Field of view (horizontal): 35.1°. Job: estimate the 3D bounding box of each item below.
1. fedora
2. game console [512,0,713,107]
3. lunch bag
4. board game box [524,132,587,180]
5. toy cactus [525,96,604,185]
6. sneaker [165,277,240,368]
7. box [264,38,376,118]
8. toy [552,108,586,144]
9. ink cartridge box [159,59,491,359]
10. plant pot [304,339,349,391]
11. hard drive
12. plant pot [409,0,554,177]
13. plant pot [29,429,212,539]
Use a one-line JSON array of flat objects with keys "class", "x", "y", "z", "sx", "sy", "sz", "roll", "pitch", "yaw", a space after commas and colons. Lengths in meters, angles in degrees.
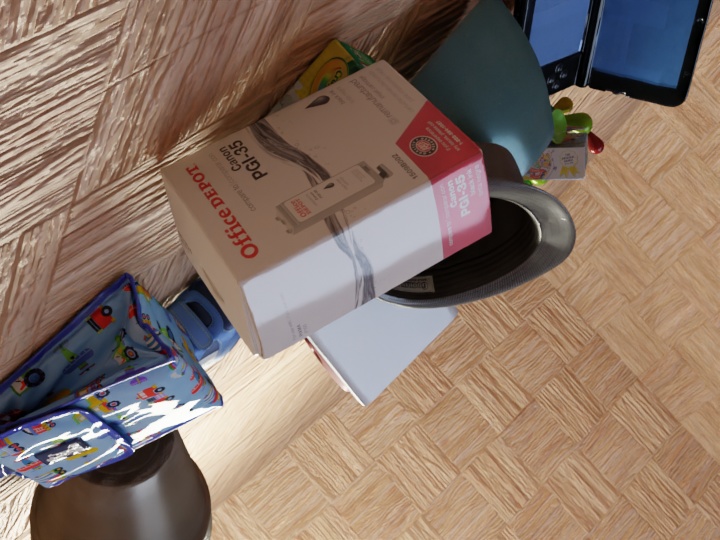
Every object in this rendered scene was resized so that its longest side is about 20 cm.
[{"class": "fedora", "x": 0.078, "y": -0.049, "z": 0.973, "sx": 0.198, "sy": 0.092, "sz": 0.177, "roll": -24, "pitch": 143, "yaw": 23}, {"class": "game console", "x": 0.244, "y": -0.246, "z": 1.115, "sx": 0.171, "sy": 0.118, "sz": 0.203, "roll": -25, "pitch": 137, "yaw": -31}, {"class": "lunch bag", "x": -0.239, "y": 0.113, "z": 0.980, "sx": 0.198, "sy": 0.095, "sz": 0.151, "roll": -33, "pitch": 157, "yaw": -2}, {"class": "board game box", "x": 0.150, "y": -0.126, "z": 1.256, "sx": 0.134, "sy": 0.196, "sz": 0.035, "roll": -49, "pitch": 137, "yaw": -72}, {"class": "toy cactus", "x": 0.176, "y": -0.172, "z": 1.350, "sx": 0.197, "sy": 0.166, "sz": 0.103, "roll": -11, "pitch": -147, "yaw": 31}, {"class": "sneaker", "x": -0.182, "y": 0.073, "z": 1.102, "sx": 0.200, "sy": 0.074, "sz": 0.082, "roll": -46, "pitch": 169, "yaw": 2}, {"class": "box", "x": -0.059, "y": -0.098, "z": 0.952, "sx": 0.200, "sy": 0.048, "sz": 0.117, "roll": -45, "pitch": 171, "yaw": 14}, {"class": "toy", "x": 0.133, "y": -0.165, "z": 1.240, "sx": 0.114, "sy": 0.198, "sz": 0.048, "roll": -18, "pitch": 111, "yaw": -47}, {"class": "ink cartridge box", "x": -0.026, "y": -0.049, "z": 0.826, "sx": 0.198, "sy": 0.147, "sz": 0.084, "roll": -28, "pitch": 138, "yaw": -15}, {"class": "plant pot", "x": 0.000, "y": 0.000, "z": 1.223, "sx": 0.200, "sy": 0.183, "sz": 0.201, "roll": -43, "pitch": 172, "yaw": -8}, {"class": "hard drive", "x": -0.003, "y": 0.015, "z": 1.052, "sx": 0.132, "sy": 0.201, "sz": 0.025, "roll": -43, "pitch": -145, "yaw": -10}, {"class": "plant pot", "x": 0.103, "y": -0.139, "z": 1.067, "sx": 0.201, "sy": 0.134, "sz": 0.200, "roll": -48, "pitch": -176, "yaw": 5}, {"class": "plant pot", "x": -0.250, "y": 0.223, "z": 1.190, "sx": 0.199, "sy": 0.199, "sz": 0.175, "roll": -37, "pitch": 154, "yaw": -35}]
